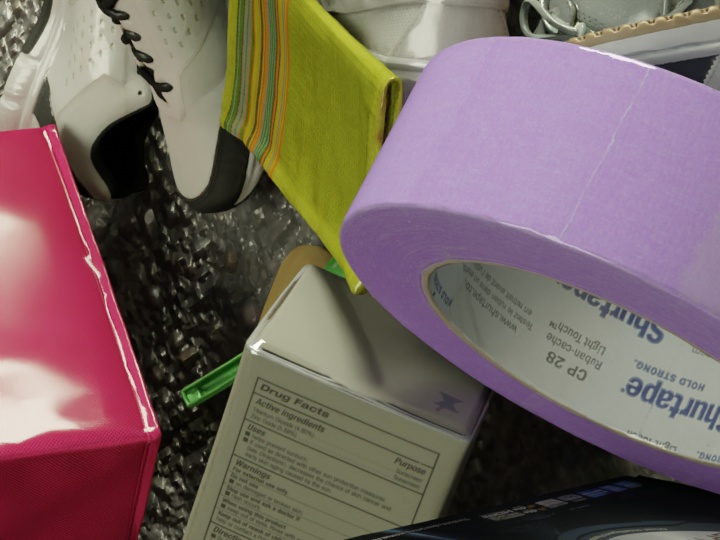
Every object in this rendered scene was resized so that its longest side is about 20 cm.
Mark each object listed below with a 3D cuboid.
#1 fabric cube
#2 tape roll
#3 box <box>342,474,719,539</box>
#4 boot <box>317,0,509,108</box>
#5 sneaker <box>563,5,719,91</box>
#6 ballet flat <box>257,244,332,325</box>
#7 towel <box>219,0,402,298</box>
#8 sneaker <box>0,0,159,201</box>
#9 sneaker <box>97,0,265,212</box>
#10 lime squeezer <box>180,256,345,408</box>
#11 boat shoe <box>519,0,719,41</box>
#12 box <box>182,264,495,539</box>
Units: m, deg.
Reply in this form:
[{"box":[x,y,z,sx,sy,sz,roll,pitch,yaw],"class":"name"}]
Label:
[{"box":[-0.223,0.075,1.020,0.201,0.198,0.197,106,148,-46],"class":"fabric cube"},{"box":[0.095,0.006,0.729,0.200,0.200,0.066,14,68,44],"class":"tape roll"},{"box":[0.089,0.114,0.715,0.160,0.199,0.044,8,100,45],"class":"box"},{"box":[0.019,-0.116,0.871,0.200,0.073,0.096,-150,64,-71],"class":"boot"},{"box":[0.143,-0.037,0.746,0.199,0.070,0.109,-10,90,14],"class":"sneaker"},{"box":[-0.023,0.088,0.973,0.068,0.063,0.201,-15,83,47],"class":"ballet flat"},{"box":[-0.023,-0.064,0.862,0.200,0.018,0.087,-129,37,-62],"class":"towel"},{"box":[-0.111,-0.124,1.051,0.080,0.074,0.201,33,122,26],"class":"sneaker"},{"box":[-0.087,-0.120,0.977,0.074,0.080,0.201,26,128,54],"class":"sneaker"},{"box":[0.000,0.000,0.925,0.038,0.071,0.200,50,129,9],"class":"lime squeezer"},{"box":[0.082,-0.052,0.852,0.074,0.065,0.203,42,122,35],"class":"boat shoe"},{"box":[-0.020,0.110,0.871,0.095,0.078,0.201,24,119,5],"class":"box"}]
